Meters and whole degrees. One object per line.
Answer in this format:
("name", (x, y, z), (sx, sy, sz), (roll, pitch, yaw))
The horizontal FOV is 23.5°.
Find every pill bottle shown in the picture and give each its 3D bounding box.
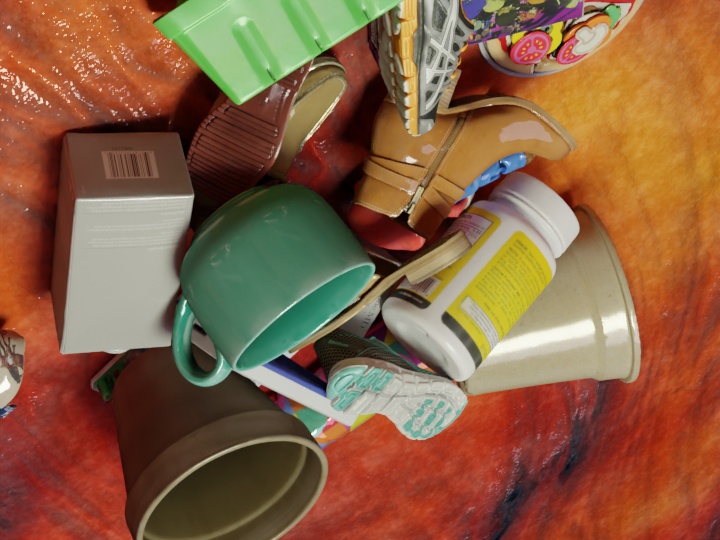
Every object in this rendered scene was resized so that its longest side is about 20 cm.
("pill bottle", (0.124, 0.003, 1.746), (0.200, 0.114, 0.114), (-48, 148, -16))

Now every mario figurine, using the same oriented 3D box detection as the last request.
("mario figurine", (0.067, -0.100, 1.700), (0.200, 0.106, 0.124), (-33, 104, -16))

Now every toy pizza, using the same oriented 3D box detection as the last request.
("toy pizza", (0.201, -0.256, 1.633), (0.200, 0.032, 0.201), (-21, 143, -17))

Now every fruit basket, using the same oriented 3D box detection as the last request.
("fruit basket", (-0.083, -0.255, 1.347), (0.215, 0.156, 0.217), (-1, 99, -7))

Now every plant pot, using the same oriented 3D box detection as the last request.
("plant pot", (-0.156, 0.166, 1.691), (0.199, 0.174, 0.200), (-20, 143, -16))
("plant pot", (0.181, 0.049, 1.870), (0.183, 0.201, 0.201), (-16, 143, -6))

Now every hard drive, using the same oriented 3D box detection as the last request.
("hard drive", (-0.099, 0.087, 1.679), (0.025, 0.132, 0.200), (-59, 143, -1))

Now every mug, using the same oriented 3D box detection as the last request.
("mug", (-0.093, 0.006, 1.503), (0.185, 0.115, 0.152), (-34, 168, -13))

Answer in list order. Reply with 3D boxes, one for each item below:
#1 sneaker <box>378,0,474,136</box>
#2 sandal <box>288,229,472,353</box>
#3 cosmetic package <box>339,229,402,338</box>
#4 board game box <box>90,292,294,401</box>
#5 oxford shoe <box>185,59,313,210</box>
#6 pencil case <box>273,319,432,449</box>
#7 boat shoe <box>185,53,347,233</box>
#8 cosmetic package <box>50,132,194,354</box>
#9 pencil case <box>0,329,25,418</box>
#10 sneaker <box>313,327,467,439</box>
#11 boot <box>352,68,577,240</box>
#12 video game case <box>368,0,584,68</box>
("sneaker", (0.060, -0.195, 1.486), (0.077, 0.078, 0.200), (-16, 142, -13))
("sandal", (0.002, -0.002, 1.622), (0.211, 0.070, 0.078), (-30, -176, 26))
("cosmetic package", (-0.054, 0.000, 1.683), (0.200, 0.074, 0.102), (19, 106, -50))
("board game box", (-0.144, 0.086, 1.779), (0.200, 0.026, 0.200), (-43, 145, 13))
("oxford shoe", (-0.089, -0.141, 1.495), (0.070, 0.075, 0.200), (30, 114, -9))
("pencil case", (-0.002, 0.119, 1.884), (0.200, 0.088, 0.088), (-34, 146, 1))
("boat shoe", (-0.082, -0.106, 1.550), (0.200, 0.076, 0.072), (-42, 144, 12))
("cosmetic package", (-0.213, -0.021, 1.529), (0.106, 0.090, 0.200), (-2, 140, -19))
("pencil case", (-0.393, 0.082, 1.529), (0.200, 0.078, 0.090), (14, 109, -47))
("sneaker", (0.029, 0.104, 1.723), (0.078, 0.091, 0.200), (-46, 139, 15))
("boot", (0.095, -0.099, 1.625), (0.199, 0.074, 0.155), (22, 89, -18))
("video game case", (0.101, -0.272, 1.503), (0.199, 0.036, 0.182), (-15, 142, -9))
